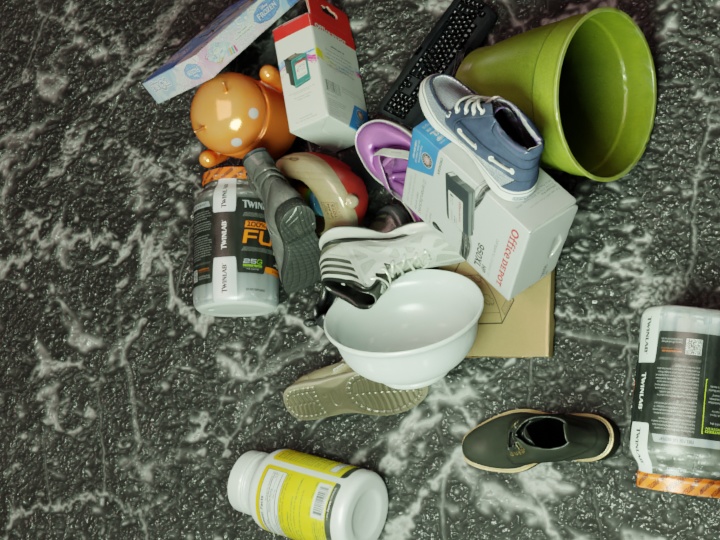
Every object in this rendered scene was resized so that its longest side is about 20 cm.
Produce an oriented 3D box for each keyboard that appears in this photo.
[{"bbox_3d":[0.108,-0.281,1.596,0.104,0.040,0.200,32,86,32],"label":"keyboard"}]

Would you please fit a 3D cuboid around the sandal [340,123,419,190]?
[{"bbox_3d":[0.051,-0.160,1.630,0.200,0.043,0.076,-26,67,27],"label":"sandal"}]

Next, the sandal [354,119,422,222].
[{"bbox_3d":[0.060,-0.126,1.576,0.082,0.050,0.203,-48,68,19],"label":"sandal"}]

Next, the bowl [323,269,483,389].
[{"bbox_3d":[0.060,0.085,1.494,0.201,0.201,0.090,8,123,34],"label":"bowl"}]

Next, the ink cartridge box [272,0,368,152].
[{"bbox_3d":[-0.056,-0.279,1.681,0.067,0.116,0.200,-20,70,28],"label":"ink cartridge box"}]

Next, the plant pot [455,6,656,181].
[{"bbox_3d":[0.221,-0.212,1.456,0.193,0.200,0.201,7,85,46],"label":"plant pot"}]

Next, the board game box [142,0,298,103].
[{"bbox_3d":[-0.198,-0.331,1.719,0.199,0.043,0.200,-49,21,-25],"label":"board game box"}]

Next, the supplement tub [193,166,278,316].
[{"bbox_3d":[-0.177,-0.040,1.709,0.122,0.123,0.200,-9,77,32],"label":"supplement tub"}]

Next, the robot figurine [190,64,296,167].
[{"bbox_3d":[-0.162,-0.212,1.683,0.144,0.200,0.117,-13,83,23],"label":"robot figurine"}]

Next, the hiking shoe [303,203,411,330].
[{"bbox_3d":[0.000,0.000,1.597,0.076,0.101,0.200,30,97,33],"label":"hiking shoe"}]

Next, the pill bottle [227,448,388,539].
[{"bbox_3d":[-0.073,0.299,1.579,0.200,0.112,0.113,9,86,34],"label":"pill bottle"}]

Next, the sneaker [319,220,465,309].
[{"bbox_3d":[0.046,0.003,1.510,0.200,0.076,0.115,-3,48,4],"label":"sneaker"}]

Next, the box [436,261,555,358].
[{"bbox_3d":[0.171,0.012,1.531,0.163,0.021,0.200,-3,80,33],"label":"box"}]

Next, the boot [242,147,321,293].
[{"bbox_3d":[-0.105,-0.070,1.634,0.070,0.200,0.132,-23,56,-18],"label":"boot"}]

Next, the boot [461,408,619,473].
[{"bbox_3d":[0.186,0.195,1.415,0.200,0.138,0.078,-15,73,31],"label":"boot"}]

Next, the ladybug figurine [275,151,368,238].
[{"bbox_3d":[-0.050,-0.104,1.640,0.200,0.072,0.136,18,132,57],"label":"ladybug figurine"}]

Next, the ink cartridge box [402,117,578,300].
[{"bbox_3d":[0.150,-0.084,1.443,0.084,0.145,0.200,-34,64,-25],"label":"ink cartridge box"}]

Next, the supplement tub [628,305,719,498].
[{"bbox_3d":[0.362,0.144,1.320,0.122,0.122,0.200,3,81,34],"label":"supplement tub"}]

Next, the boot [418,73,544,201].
[{"bbox_3d":[0.140,-0.176,1.361,0.073,0.090,0.200,-29,63,-22],"label":"boot"}]

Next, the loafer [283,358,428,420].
[{"bbox_3d":[-0.005,0.148,1.588,0.200,0.068,0.076,-7,119,19],"label":"loafer"}]
